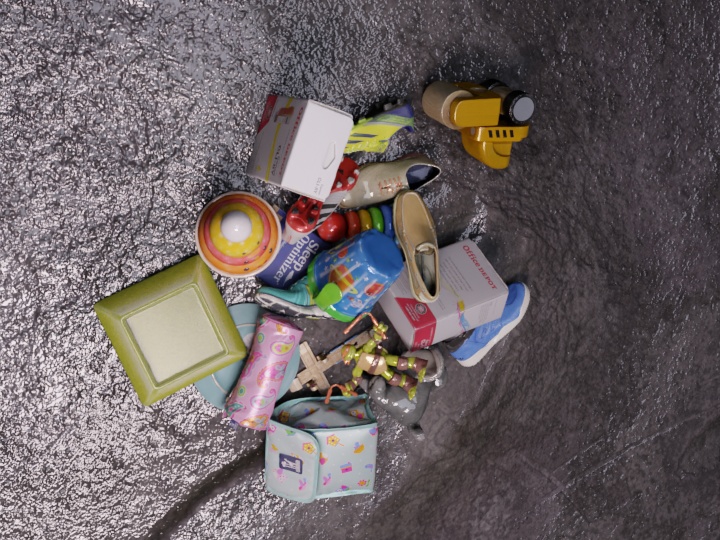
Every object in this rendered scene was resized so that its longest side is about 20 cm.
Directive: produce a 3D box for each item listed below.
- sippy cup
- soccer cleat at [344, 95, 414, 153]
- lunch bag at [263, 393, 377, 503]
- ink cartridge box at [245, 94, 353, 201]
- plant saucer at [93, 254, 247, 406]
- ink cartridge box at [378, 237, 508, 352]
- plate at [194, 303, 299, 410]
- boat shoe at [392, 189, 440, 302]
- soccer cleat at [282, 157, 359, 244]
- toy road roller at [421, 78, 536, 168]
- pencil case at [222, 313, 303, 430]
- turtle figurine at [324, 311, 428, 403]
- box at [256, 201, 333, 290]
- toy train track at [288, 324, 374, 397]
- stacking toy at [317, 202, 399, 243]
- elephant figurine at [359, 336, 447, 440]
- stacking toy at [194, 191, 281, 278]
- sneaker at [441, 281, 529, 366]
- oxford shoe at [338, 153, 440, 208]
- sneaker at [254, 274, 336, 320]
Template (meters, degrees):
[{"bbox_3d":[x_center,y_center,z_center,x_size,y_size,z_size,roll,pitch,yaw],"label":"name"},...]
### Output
[{"bbox_3d":[0.000,0.000,1.607,0.139,0.130,0.178,27,47,-26],"label":"sippy cup"},{"bbox_3d":[0.010,-0.235,1.661,0.200,0.065,0.084,-28,114,-16],"label":"soccer cleat"},{"bbox_3d":[-0.076,0.322,1.712,0.199,0.122,0.171,-4,120,-14],"label":"lunch bag"},{"bbox_3d":[-0.103,-0.204,1.541,0.083,0.200,0.146,16,95,-26],"label":"ink cartridge box"},{"bbox_3d":[-0.312,0.105,1.585,0.199,0.048,0.201,-26,106,-12],"label":"plant saucer"},{"bbox_3d":[0.147,0.044,1.732,0.199,0.148,0.086,-18,145,-20],"label":"ink cartridge box"},{"bbox_3d":[-0.200,0.158,1.669,0.199,0.026,0.201,-3,101,-18],"label":"plate"},{"bbox_3d":[0.107,-0.045,1.638,0.071,0.076,0.201,-15,88,-9],"label":"boat shoe"},{"bbox_3d":[-0.070,-0.122,1.627,0.069,0.085,0.200,37,54,-1],"label":"soccer cleat"},{"bbox_3d":[0.211,-0.262,1.716,0.199,0.123,0.146,-4,115,-24],"label":"toy road roller"},{"bbox_3d":[-0.168,0.175,1.626,0.087,0.087,0.201,20,94,-26],"label":"pencil case"},{"bbox_3d":[0.027,0.169,1.659,0.161,0.064,0.200,22,113,-4],"label":"turtle figurine"},{"bbox_3d":[-0.114,-0.015,1.674,0.200,0.032,0.121,36,86,-27],"label":"box"},{"bbox_3d":[-0.045,0.163,1.742,0.200,0.033,0.115,-32,113,-14],"label":"toy train track"},{"bbox_3d":[0.020,-0.082,1.694,0.199,0.085,0.086,-3,103,-19],"label":"stacking toy"},{"bbox_3d":[0.104,0.175,1.752,0.200,0.141,0.155,-47,110,-3],"label":"elephant figurine"},{"bbox_3d":[-0.200,-0.062,1.517,0.146,0.200,0.147,0,89,-4],"label":"stacking toy"},{"bbox_3d":[0.235,0.081,1.824,0.200,0.077,0.111,-46,125,-1],"label":"sneaker"},{"bbox_3d":[0.049,-0.160,1.689,0.200,0.074,0.071,-25,112,-16],"label":"oxford shoe"},{"bbox_3d":[-0.094,0.043,1.651,0.199,0.077,0.080,6,81,-32],"label":"sneaker"}]
